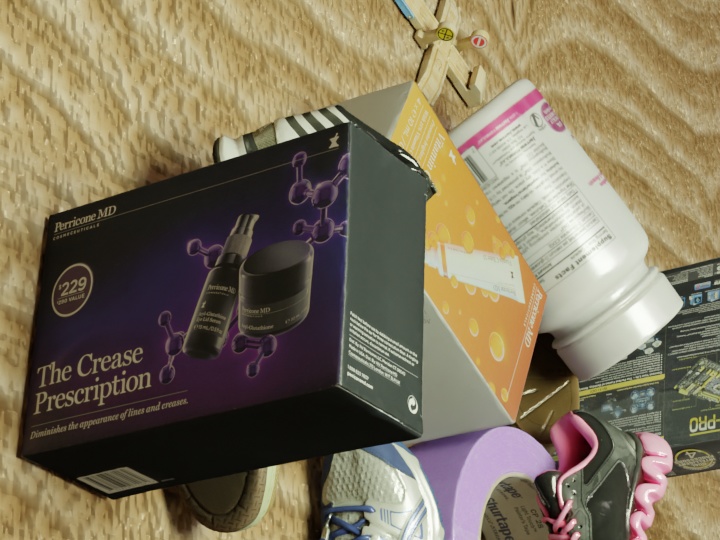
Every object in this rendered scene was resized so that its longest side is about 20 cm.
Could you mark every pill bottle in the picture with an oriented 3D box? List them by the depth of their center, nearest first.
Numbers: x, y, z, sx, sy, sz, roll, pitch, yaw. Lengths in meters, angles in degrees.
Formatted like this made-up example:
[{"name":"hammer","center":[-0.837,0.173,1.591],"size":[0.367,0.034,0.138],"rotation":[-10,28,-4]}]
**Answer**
[{"name":"pill bottle","center":[0.135,-0.027,1.285],"size":[0.200,0.113,0.113],"rotation":[53,33,-1]}]

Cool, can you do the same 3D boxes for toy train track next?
[{"name":"toy train track","center":[0.050,-0.204,1.350],"size":[0.200,0.032,0.115],"rotation":[51,39,-34]}]

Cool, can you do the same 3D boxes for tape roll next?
[{"name":"tape roll","center":[0.087,0.210,1.213],"size":[0.200,0.065,0.201],"rotation":[31,52,-50]}]

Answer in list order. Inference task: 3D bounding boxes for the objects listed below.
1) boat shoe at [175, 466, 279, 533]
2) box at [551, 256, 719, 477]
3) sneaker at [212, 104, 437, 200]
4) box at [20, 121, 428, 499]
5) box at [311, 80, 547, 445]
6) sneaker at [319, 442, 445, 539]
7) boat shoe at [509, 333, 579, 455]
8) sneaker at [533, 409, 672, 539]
[{"name":"boat shoe","center":[-0.073,0.049,1.019],"size":[0.076,0.071,0.201],"rotation":[23,58,-67]},{"name":"box","center":[0.225,0.078,1.359],"size":[0.049,0.199,0.162],"rotation":[44,43,-40]},{"name":"sneaker","center":[0.000,0.000,1.028],"size":[0.076,0.115,0.201],"rotation":[-104,174,-71]},{"name":"box","center":[-0.069,0.024,0.903],"size":[0.079,0.199,0.142],"rotation":[36,48,-46]},{"name":"box","center":[0.028,-0.001,1.170],"size":[0.200,0.097,0.125],"rotation":[55,37,-31]},{"name":"sneaker","center":[0.004,0.191,1.074],"size":[0.088,0.075,0.201],"rotation":[7,71,-57]},{"name":"boat shoe","center":[0.134,0.047,1.365],"size":[0.065,0.071,0.201],"rotation":[96,0,-62]},{"name":"sneaker","center":[0.151,0.180,1.216],"size":[0.095,0.079,0.201],"rotation":[33,47,-20]}]
